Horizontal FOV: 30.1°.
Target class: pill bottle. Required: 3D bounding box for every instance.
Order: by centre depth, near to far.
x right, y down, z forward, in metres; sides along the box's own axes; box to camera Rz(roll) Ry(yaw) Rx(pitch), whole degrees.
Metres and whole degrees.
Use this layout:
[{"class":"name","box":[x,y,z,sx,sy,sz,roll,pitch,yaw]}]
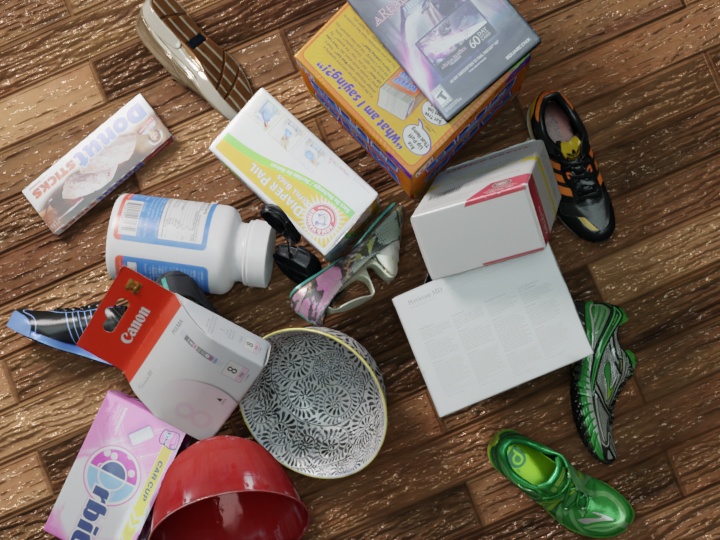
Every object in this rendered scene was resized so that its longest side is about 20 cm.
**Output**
[{"class":"pill bottle","box":[-0.209,-0.030,1.676,0.197,0.112,0.114,8,86,3]}]

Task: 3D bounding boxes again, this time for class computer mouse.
[{"class":"computer mouse","box":[-0.082,-0.034,1.632,0.058,0.201,0.034,26,71,18]}]

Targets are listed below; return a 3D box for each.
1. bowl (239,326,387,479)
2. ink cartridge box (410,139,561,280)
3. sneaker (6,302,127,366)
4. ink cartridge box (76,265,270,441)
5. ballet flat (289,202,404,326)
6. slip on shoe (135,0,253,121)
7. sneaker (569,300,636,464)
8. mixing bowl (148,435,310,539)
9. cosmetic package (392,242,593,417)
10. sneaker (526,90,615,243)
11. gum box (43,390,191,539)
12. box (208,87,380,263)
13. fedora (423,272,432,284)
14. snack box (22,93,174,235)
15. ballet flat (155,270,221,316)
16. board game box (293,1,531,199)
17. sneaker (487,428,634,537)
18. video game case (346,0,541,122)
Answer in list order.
[{"class":"bowl","box":[-0.044,0.145,1.647,0.198,0.094,0.204,9,115,20]},{"class":"ink cartridge box","box":[0.155,-0.075,1.597,0.143,0.200,0.084,-16,105,19]},{"class":"sneaker","box":[-0.345,0.071,1.700,0.197,0.070,0.079,17,82,-2]},{"class":"ink cartridge box","box":[-0.228,0.104,1.594,0.198,0.057,0.163,26,129,-15]},{"class":"ballet flat","box":[0.000,0.000,1.665,0.071,0.069,0.200,44,66,11]},{"class":"slip on shoe","box":[-0.216,-0.262,1.724,0.200,0.076,0.061,47,129,-2]},{"class":"sneaker","box":[0.302,0.137,1.653,0.084,0.078,0.203,-2,85,2]},{"class":"mixing bowl","box":[-0.166,0.272,1.627,0.197,0.201,0.109,-15,54,1]},{"class":"cosmetic package","box":[0.156,0.064,1.587,0.198,0.052,0.153,-22,91,5]},{"class":"sneaker","box":[0.262,-0.130,1.670,0.069,0.090,0.202,-22,84,1]},{"class":"gum box","box":[-0.298,0.255,1.679,0.112,0.066,0.202,24,87,5]},{"class":"box","box":[-0.079,-0.116,1.676,0.200,0.113,0.102,42,88,4]},{"class":"fedora","box":[0.162,0.044,1.659,0.197,0.092,0.204,0,85,3]},{"class":"snack box","box":[-0.339,-0.137,1.734,0.199,0.024,0.072,-40,83,0]},{"class":"ballet flat","box":[-0.184,0.086,1.642,0.073,0.073,0.201,-38,117,-1]},{"class":"board game box","box":[0.064,-0.239,1.634,0.200,0.200,0.200,-45,85,-1]},{"class":"sneaker","box":[0.242,0.267,1.642,0.198,0.084,0.075,30,87,4]},{"class":"video game case","box":[0.089,-0.291,1.528,0.142,0.019,0.201,-40,85,-1]}]
